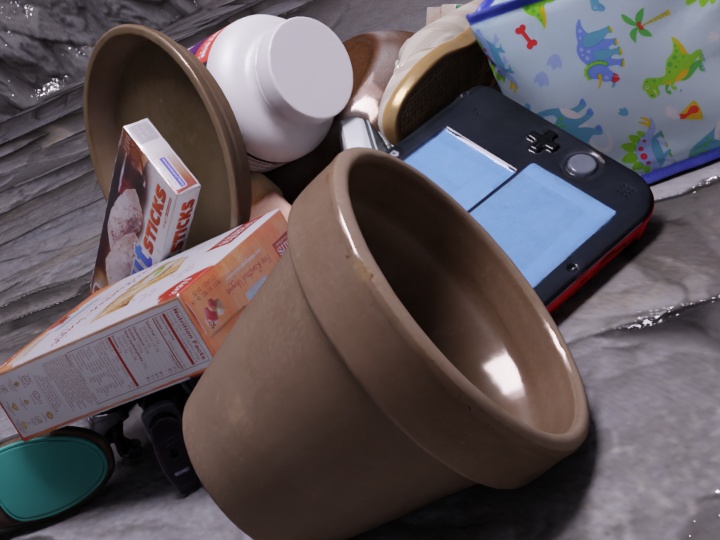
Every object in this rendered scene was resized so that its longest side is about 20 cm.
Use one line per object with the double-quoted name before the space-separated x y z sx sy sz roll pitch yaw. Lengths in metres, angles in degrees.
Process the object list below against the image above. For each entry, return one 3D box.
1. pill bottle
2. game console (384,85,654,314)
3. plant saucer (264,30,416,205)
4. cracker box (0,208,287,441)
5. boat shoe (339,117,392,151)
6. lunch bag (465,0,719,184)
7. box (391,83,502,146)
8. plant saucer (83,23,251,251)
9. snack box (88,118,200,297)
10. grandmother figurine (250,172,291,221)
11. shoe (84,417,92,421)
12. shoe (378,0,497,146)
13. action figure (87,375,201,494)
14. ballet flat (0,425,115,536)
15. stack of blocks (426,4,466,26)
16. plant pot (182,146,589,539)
"pill bottle" -0.096 -0.126 1.188 0.199 0.113 0.112 -19 19 50
"game console" 0.080 -0.037 1.043 0.177 0.031 0.200 38 59 26
"plant saucer" -0.026 -0.127 1.255 0.200 0.037 0.201 -38 26 23
"cracker box" -0.143 0.038 1.055 0.199 0.058 0.134 -21 14 35
"boat shoe" 0.039 -0.034 1.107 0.070 0.072 0.201 -17 56 -7
"lunch bag" 0.206 -0.161 1.121 0.199 0.171 0.128 -13 26 40
"box" 0.044 -0.090 1.283 0.124 0.098 0.200 -34 20 -16
"plant saucer" -0.140 -0.084 1.135 0.029 0.201 0.200 -23 12 -34
"snack box" -0.164 -0.019 1.155 0.024 0.072 0.201 -25 -27 -34
"grandmother figurine" -0.040 0.009 1.105 0.060 0.122 0.200 -1 25 -32
"shoe" -0.174 0.048 1.269 0.091 0.072 0.200 -27 13 23
"shoe" 0.065 -0.151 1.164 0.053 0.070 0.200 9 38 36
"action figure" -0.137 0.091 1.122 0.130 0.070 0.200 -38 16 -7
"ballet flat" -0.264 0.159 1.125 0.199 0.068 0.068 -25 10 9
"stack of blocks" 0.122 -0.169 1.332 0.058 0.116 0.200 1 8 -23
"plant pot" -0.003 0.061 0.847 0.174 0.200 0.200 -39 14 21
